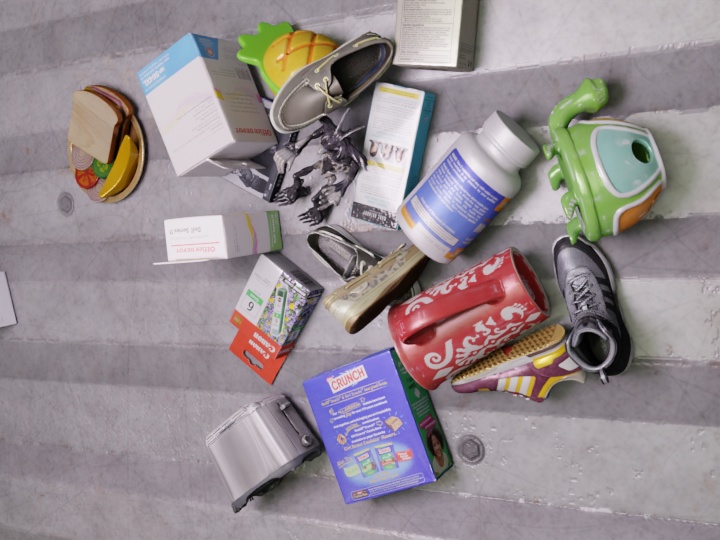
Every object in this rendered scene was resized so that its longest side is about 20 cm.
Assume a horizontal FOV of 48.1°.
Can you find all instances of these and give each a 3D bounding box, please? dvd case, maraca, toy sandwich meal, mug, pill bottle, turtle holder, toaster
[{"bbox_3d":[-0.199,-0.221,1.324,0.198,0.025,0.153,29,108,22],"label":"dvd case"},{"bbox_3d":[-0.093,-0.307,1.204,0.199,0.137,0.108,37,143,15],"label":"maraca"},{"bbox_3d":[-0.464,-0.220,1.432,0.202,0.070,0.210,4,98,26],"label":"toy sandwich meal"},{"bbox_3d":[0.149,0.070,1.107,0.198,0.178,0.135,-31,97,22],"label":"mug"},{"bbox_3d":[0.149,-0.116,1.111,0.112,0.112,0.200,49,114,13],"label":"pill bottle"},{"bbox_3d":[0.307,-0.135,1.031,0.130,0.142,0.188,-19,48,13],"label":"turtle holder"},{"bbox_3d":[-0.168,0.294,1.327,0.199,0.113,0.130,-40,75,27],"label":"toaster"}]

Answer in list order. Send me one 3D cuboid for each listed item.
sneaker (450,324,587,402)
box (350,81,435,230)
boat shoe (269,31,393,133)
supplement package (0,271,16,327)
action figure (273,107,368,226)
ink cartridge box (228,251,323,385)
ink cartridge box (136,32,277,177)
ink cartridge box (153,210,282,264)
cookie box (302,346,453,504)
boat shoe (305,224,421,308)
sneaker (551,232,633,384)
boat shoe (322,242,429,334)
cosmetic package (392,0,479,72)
[{"bbox_3d":[0.218,0.152,1.133,0.198,0.075,0.091,-26,102,38],"label":"sneaker"},{"bbox_3d":[0.048,-0.168,1.191,0.081,0.049,0.204,17,104,24],"label":"box"},{"bbox_3d":[-0.039,-0.261,1.118,0.201,0.060,0.073,-39,115,-11],"label":"boat shoe"},{"bbox_3d":[-0.810,0.081,1.622,0.197,0.113,0.112,-14,89,29],"label":"supplement package"},{"bbox_3d":[-0.061,-0.144,1.186,0.119,0.102,0.201,43,141,8],"label":"action figure"},{"bbox_3d":[-0.153,0.083,1.324,0.108,0.050,0.202,36,110,18],"label":"ink cartridge box"},{"bbox_3d":[-0.231,-0.239,1.252,0.124,0.128,0.203,-24,85,27],"label":"ink cartridge box"},{"bbox_3d":[-0.223,-0.053,1.258,0.115,0.199,0.069,-3,95,26],"label":"ink cartridge box"},{"bbox_3d":[0.026,0.233,1.239,0.169,0.075,0.203,-22,87,28],"label":"cookie box"},{"bbox_3d":[0.000,0.000,1.228,0.198,0.063,0.072,33,110,19],"label":"boat shoe"},{"bbox_3d":[0.297,0.048,1.055,0.075,0.113,0.203,-22,87,27],"label":"sneaker"},{"bbox_3d":[0.032,0.009,1.146,0.062,0.199,0.074,39,141,18],"label":"boat shoe"},{"bbox_3d":[0.109,-0.383,1.120,0.103,0.071,0.204,11,101,26],"label":"cosmetic package"}]
